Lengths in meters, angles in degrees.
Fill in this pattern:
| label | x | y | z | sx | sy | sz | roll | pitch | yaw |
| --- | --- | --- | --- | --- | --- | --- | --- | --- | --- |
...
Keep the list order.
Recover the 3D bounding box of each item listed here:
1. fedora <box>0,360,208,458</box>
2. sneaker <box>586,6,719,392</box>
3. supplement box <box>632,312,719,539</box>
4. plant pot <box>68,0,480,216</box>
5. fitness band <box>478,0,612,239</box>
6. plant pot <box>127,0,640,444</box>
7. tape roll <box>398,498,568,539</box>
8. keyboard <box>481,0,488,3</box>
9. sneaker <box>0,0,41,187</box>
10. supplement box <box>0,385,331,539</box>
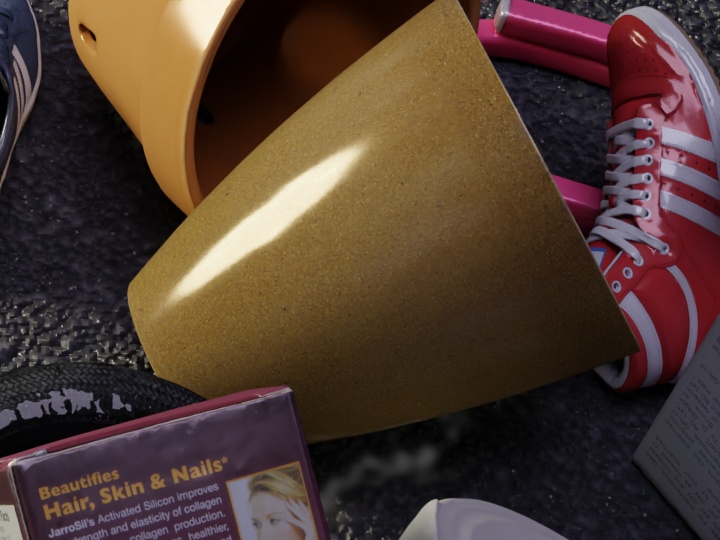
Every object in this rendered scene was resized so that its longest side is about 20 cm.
| label | x | y | z | sx | sy | sz | roll | pitch | yaw |
| --- | --- | --- | --- | --- | --- | --- | --- | --- | --- |
| fedora | -0.113 | 0.136 | 0.786 | 0.200 | 0.092 | 0.202 | 3 | 81 | -21 |
| sneaker | 0.140 | -0.035 | 0.992 | 0.112 | 0.071 | 0.201 | -15 | 86 | -22 |
| supplement box | 0.225 | 0.053 | 0.897 | 0.101 | 0.200 | 0.103 | -25 | 62 | -32 |
| plant pot | -0.055 | -0.126 | 0.974 | 0.200 | 0.201 | 0.140 | -30 | 50 | -33 |
| fitness band | 0.119 | -0.085 | 1.081 | 0.199 | 0.037 | 0.144 | 16 | 50 | -3 |
| plant pot | 0.000 | 0.000 | 0.879 | 0.199 | 0.186 | 0.187 | -28 | 59 | 5 |
| tape roll | 0.088 | 0.182 | 0.768 | 0.202 | 0.071 | 0.203 | 35 | 13 | -10 |
| keyboard | -0.002 | -0.198 | 1.065 | 0.056 | 0.011 | 0.200 | 25 | 0 | 42 |
| sneaker | -0.201 | -0.102 | 0.969 | 0.075 | 0.085 | 0.201 | 7 | 51 | -11 |
| supplement box | -0.063 | 0.154 | 0.705 | 0.110 | 0.086 | 0.201 | -14 | 88 | -23 |
